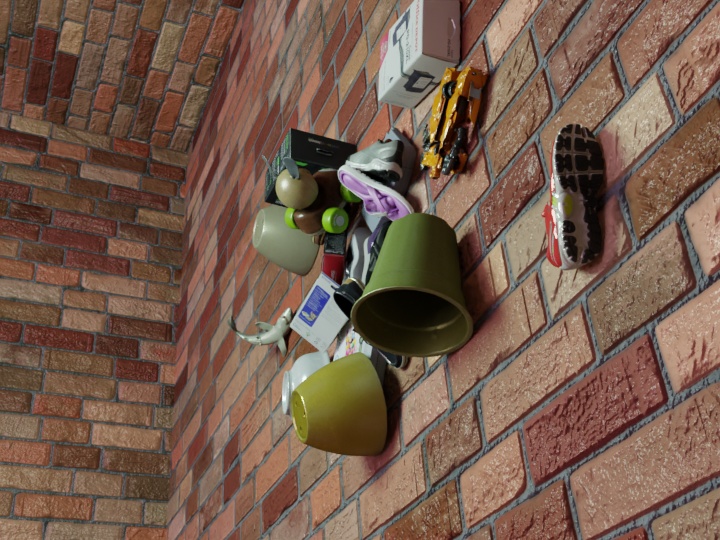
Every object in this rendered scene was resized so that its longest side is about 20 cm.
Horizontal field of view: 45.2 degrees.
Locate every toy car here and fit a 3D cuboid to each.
[{"bbox_3d":[-0.121,-0.185,1.846,0.164,0.200,0.158,8,62,47],"label":"toy car"}]

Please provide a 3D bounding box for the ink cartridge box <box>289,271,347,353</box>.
[{"bbox_3d":[-0.070,0.082,1.808,0.039,0.099,0.200,-46,-7,-44],"label":"ink cartridge box"}]

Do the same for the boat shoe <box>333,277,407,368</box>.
[{"bbox_3d":[0.017,0.105,1.631,0.201,0.062,0.075,55,145,12],"label":"boat shoe"}]

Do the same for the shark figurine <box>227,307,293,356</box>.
[{"bbox_3d":[-0.257,0.166,2.347,0.089,0.213,0.129,-41,-60,-62],"label":"shark figurine"}]

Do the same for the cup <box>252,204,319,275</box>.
[{"bbox_3d":[-0.200,-0.098,2.262,0.200,0.142,0.202,-169,90,-69],"label":"cup"}]

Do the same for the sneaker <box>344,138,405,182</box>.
[{"bbox_3d":[0.035,-0.225,1.748,0.200,0.074,0.080,13,83,62],"label":"sneaker"}]

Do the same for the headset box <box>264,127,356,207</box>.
[{"bbox_3d":[-0.118,-0.237,2.078,0.200,0.173,0.093,130,145,-49],"label":"headset box"}]

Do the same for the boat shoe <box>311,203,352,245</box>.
[{"bbox_3d":[-0.054,-0.137,2.001,0.201,0.067,0.072,-63,-6,25],"label":"boat shoe"}]

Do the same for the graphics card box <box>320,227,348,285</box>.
[{"bbox_3d":[-0.058,-0.026,1.899,0.200,0.050,0.126,-88,4,-61],"label":"graphics card box"}]

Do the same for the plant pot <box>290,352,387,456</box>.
[{"bbox_3d":[-0.053,0.266,1.658,0.200,0.141,0.202,173,90,-69],"label":"plant pot"}]

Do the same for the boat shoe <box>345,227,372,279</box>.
[{"bbox_3d":[0.000,0.000,1.810,0.201,0.071,0.068,-97,29,-43],"label":"boat shoe"}]

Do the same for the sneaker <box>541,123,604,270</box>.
[{"bbox_3d":[0.274,-0.099,1.166,0.085,0.076,0.202,150,127,-69],"label":"sneaker"}]

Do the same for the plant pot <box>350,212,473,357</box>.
[{"bbox_3d":[0.096,0.013,1.449,0.200,0.199,0.191,128,159,-50],"label":"plant pot"}]

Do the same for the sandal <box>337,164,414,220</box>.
[{"bbox_3d":[0.024,-0.138,1.719,0.202,0.050,0.083,34,154,30],"label":"sandal"}]

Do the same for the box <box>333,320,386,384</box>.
[{"bbox_3d":[0.004,0.144,1.779,0.200,0.041,0.157,-174,94,-70],"label":"box"}]

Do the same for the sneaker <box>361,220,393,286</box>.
[{"bbox_3d":[0.051,-0.011,1.691,0.088,0.075,0.201,-49,37,42],"label":"sneaker"}]

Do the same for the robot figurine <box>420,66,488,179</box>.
[{"bbox_3d":[0.163,-0.258,1.536,0.145,0.058,0.202,-149,71,-68],"label":"robot figurine"}]

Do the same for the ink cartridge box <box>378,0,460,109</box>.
[{"bbox_3d":[0.113,-0.432,1.704,0.200,0.084,0.146,145,131,-61],"label":"ink cartridge box"}]

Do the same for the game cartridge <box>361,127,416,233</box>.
[{"bbox_3d":[0.058,-0.182,1.798,0.201,0.041,0.133,-70,28,24],"label":"game cartridge"}]

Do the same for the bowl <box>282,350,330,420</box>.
[{"bbox_3d":[-0.124,0.273,1.925,0.201,0.090,0.203,-178,90,-78],"label":"bowl"}]
